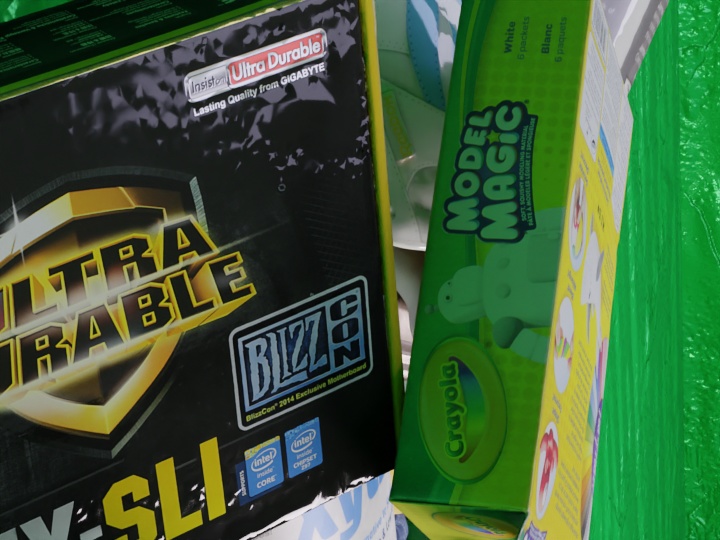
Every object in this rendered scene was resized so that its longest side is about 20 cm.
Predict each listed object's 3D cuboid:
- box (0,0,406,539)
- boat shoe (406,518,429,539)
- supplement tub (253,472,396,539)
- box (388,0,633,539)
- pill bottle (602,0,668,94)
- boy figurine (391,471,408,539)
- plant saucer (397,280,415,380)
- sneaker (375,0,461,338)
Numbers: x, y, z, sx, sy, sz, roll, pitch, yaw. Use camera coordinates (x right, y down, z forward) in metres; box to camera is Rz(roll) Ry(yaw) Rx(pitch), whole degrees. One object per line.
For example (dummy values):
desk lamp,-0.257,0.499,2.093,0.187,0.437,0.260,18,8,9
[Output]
box,-0.082,0.016,0.500,0.199,0.049,0.160,-22,125,-30
boat shoe,0.041,0.129,1.213,0.062,0.073,0.201,20,77,-29
supplement tub,-0.056,0.048,0.659,0.132,0.131,0.201,-64,154,-55
box,0.053,0.019,0.607,0.117,0.048,0.201,54,40,-65
pill bottle,0.103,-0.163,0.904,0.201,0.113,0.114,-66,163,-3
boy figurine,0.021,0.114,1.091,0.124,0.064,0.201,36,62,-69
plant saucer,-0.005,-0.046,0.787,0.200,0.029,0.201,31,38,-28
sneaker,0.006,-0.054,0.684,0.200,0.076,0.081,49,58,-25
